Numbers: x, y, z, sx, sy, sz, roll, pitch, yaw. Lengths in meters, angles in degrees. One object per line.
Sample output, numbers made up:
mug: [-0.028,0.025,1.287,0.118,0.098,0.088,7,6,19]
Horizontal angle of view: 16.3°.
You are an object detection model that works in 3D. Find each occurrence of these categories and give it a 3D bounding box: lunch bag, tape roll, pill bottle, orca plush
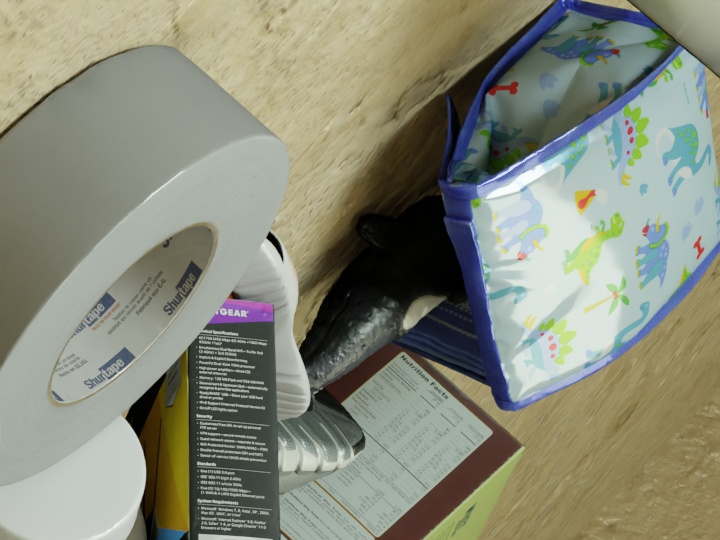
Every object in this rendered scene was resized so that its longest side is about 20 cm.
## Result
lunch bag: [0.122,-0.039,1.505,0.200,0.127,0.171,-48,136,-37]
tape roll: [-0.122,-0.001,1.109,0.200,0.066,0.201,-46,166,-15]
pill bottle: [-0.170,0.148,1.242,0.119,0.119,0.201,-37,161,-37]
orca plush: [0.000,0.000,1.539,0.199,0.072,0.105,-34,-154,-24]

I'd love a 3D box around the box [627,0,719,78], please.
box: [0.205,-0.213,1.263,0.201,0.198,0.123,-53,165,16]

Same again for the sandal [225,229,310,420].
sandal: [-0.069,0.016,1.307,0.078,0.060,0.207,-5,152,4]

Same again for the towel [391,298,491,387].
towel: [0.100,-0.005,1.617,0.200,0.144,0.024,-42,139,-32]

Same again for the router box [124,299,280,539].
router box: [-0.088,0.123,1.284,0.051,0.150,0.200,6,152,-15]

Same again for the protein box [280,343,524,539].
protein box: [-0.018,0.184,1.760,0.200,0.135,0.199,-39,162,-33]

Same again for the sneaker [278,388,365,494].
sneaker: [-0.086,0.129,1.568,0.116,0.075,0.199,-49,157,23]
